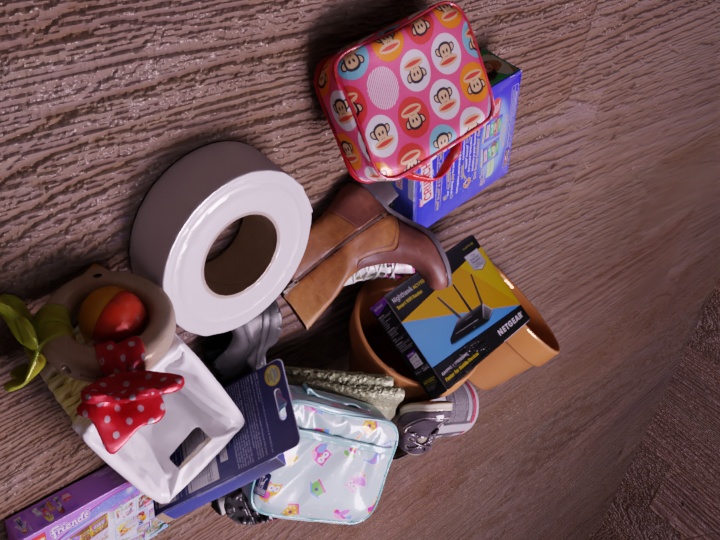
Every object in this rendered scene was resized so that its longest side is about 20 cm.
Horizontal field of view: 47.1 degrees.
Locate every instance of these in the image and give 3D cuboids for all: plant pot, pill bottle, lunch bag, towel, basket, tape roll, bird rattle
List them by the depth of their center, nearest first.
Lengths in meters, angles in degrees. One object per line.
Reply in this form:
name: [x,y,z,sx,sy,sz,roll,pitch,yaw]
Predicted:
bird rattle: [-0.241,0.059,0.767,0.164,0.196,0.115,-57,154,-44]
basket: [-0.235,0.136,0.895,0.135,0.123,0.201,-43,147,-16]
tape roll: [-0.148,-0.034,0.899,0.201,0.070,0.206,-32,141,-30]
lunch bag: [0.059,-0.189,0.938,0.198,0.081,0.179,-30,104,-25]
lunch bag: [-0.055,0.233,1.054,0.196,0.077,0.164,16,100,-28]
towel: [-0.045,0.183,1.138,0.195,0.037,0.150,8,143,-6]
plant pot: [0.066,0.120,1.223,0.198,0.201,0.141,-26,155,-36]
plant pot: [0.220,0.103,1.394,0.140,0.202,0.199,-42,150,15]
pill bottle: [0.122,0.241,1.466,0.198,0.110,0.112,11,112,-55]

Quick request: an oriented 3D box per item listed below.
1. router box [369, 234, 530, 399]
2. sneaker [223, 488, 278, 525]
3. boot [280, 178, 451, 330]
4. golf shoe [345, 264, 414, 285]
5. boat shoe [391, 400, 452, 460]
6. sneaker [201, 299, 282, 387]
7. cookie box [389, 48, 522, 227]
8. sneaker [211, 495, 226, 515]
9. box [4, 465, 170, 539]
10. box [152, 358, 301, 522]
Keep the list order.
router box: [0.127,0.061,1.145,0.198,0.151,0.051,-33,175,-37]
sneaker: [-0.103,0.285,1.149,0.197,0.097,0.072,-24,105,-23]
boot: [0.000,0.000,1.038,0.200,0.068,0.190,-43,103,-18]
golf shoe: [0.022,-0.020,1.113,0.198,0.091,0.076,-30,143,-31]
boat shoe: [0.078,0.228,1.167,0.070,0.066,0.200,4,159,-20]
sneaker: [-0.158,0.111,1.034,0.089,0.076,0.204,-10,125,-32]
cookie box: [0.118,-0.173,1.108,0.198,0.075,0.174,-34,142,-29]
sneaker: [-0.184,0.251,1.128,0.084,0.077,0.202,-37,155,-32]
box: [-0.328,0.312,1.017,0.198,0.039,0.139,-25,138,-38]
box: [-0.161,0.200,0.979,0.197,0.123,0.032,-27,142,10]
